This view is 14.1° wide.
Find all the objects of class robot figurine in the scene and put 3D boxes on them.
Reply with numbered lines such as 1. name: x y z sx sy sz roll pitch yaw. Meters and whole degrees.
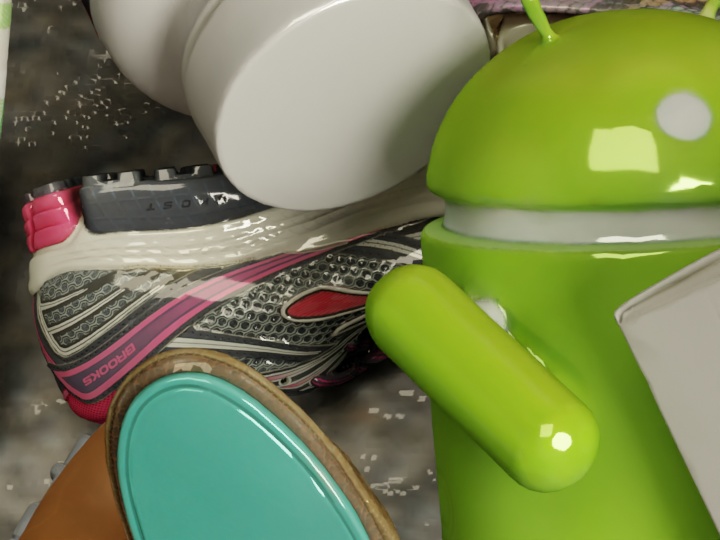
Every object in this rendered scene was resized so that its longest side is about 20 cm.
1. robot figurine: 0.076 0.021 0.786 0.116 0.175 0.201 7 103 49

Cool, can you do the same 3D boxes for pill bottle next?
1. pill bottle: -0.038 -0.115 0.850 0.111 0.112 0.200 -26 52 -3

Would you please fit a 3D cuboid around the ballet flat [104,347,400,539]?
1. ballet flat: 0.001 0.099 0.784 0.068 0.072 0.200 -34 100 17

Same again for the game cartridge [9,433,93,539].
1. game cartridge: -0.072 0.156 0.830 0.133 0.042 0.200 23 69 17

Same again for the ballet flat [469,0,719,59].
1. ballet flat: 0.111 -0.055 0.879 0.200 0.069 0.071 12 44 21

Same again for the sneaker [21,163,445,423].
1. sneaker: 0.000 0.000 0.881 0.199 0.081 0.075 -6 93 5

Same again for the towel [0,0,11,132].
1. towel: -0.177 -0.042 0.889 0.152 0.023 0.201 12 110 17

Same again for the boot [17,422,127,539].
1. boot: -0.098 0.097 0.757 0.077 0.155 0.200 23 69 22

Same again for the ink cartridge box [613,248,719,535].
1. ink cartridge box: 0.183 0.029 0.718 0.200 0.086 0.147 -24 87 -33
